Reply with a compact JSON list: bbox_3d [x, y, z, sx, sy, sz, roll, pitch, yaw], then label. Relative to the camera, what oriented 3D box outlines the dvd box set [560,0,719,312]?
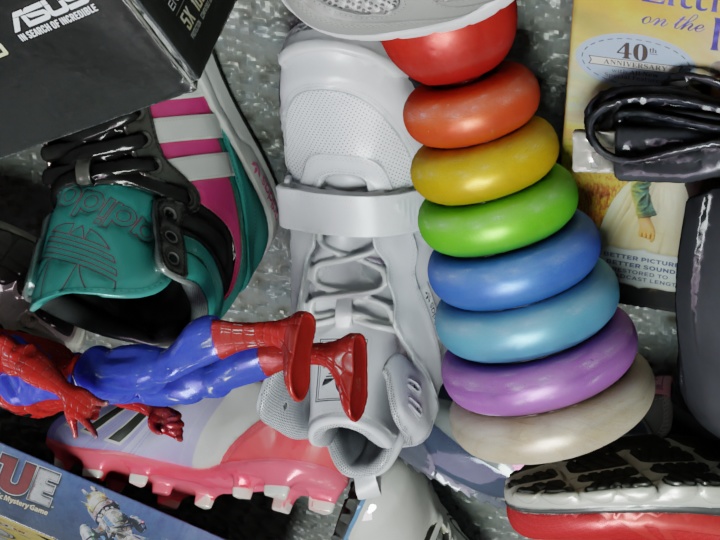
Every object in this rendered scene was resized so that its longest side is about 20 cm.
[{"bbox_3d":[0.151,-0.056,0.793,0.146,0.029,0.200,10,138,10],"label":"dvd box set"}]

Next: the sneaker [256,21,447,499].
[{"bbox_3d":[0.000,0.000,0.845,0.075,0.115,0.200,2,135,17],"label":"sneaker"}]

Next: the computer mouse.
[{"bbox_3d":[0.159,0.014,0.803,0.138,0.053,0.200,2,137,17],"label":"computer mouse"}]

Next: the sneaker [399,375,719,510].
[{"bbox_3d":[0.103,0.072,0.934,0.199,0.070,0.082,19,116,1],"label":"sneaker"}]

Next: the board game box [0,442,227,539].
[{"bbox_3d":[-0.132,0.137,1.055,0.200,0.035,0.135,24,166,-6],"label":"board game box"}]

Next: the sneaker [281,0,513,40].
[{"bbox_3d":[0.050,-0.134,0.693,0.200,0.082,0.075,-19,86,26],"label":"sneaker"}]

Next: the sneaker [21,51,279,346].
[{"bbox_3d":[-0.107,-0.042,0.835,0.083,0.121,0.200,-10,130,29],"label":"sneaker"}]

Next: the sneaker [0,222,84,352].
[{"bbox_3d":[-0.214,-0.013,0.934,0.200,0.077,0.085,35,176,1],"label":"sneaker"}]

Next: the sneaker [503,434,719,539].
[{"bbox_3d":[0.157,0.120,0.863,0.199,0.077,0.085,6,100,-5],"label":"sneaker"}]

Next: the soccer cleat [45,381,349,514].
[{"bbox_3d":[-0.076,0.075,1.000,0.200,0.077,0.067,-1,158,45],"label":"soccer cleat"}]

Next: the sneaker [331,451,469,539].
[{"bbox_3d":[0.031,0.143,1.003,0.072,0.072,0.200,17,153,21],"label":"sneaker"}]

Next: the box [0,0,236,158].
[{"bbox_3d":[-0.109,-0.131,0.683,0.163,0.200,0.086,-15,127,33],"label":"box"}]

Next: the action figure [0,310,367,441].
[{"bbox_3d":[-0.096,0.045,0.829,0.200,0.052,0.065,-1,170,33],"label":"action figure"}]

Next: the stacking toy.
[{"bbox_3d":[0.055,-0.029,0.797,0.085,0.085,0.201,-6,111,25],"label":"stacking toy"}]
